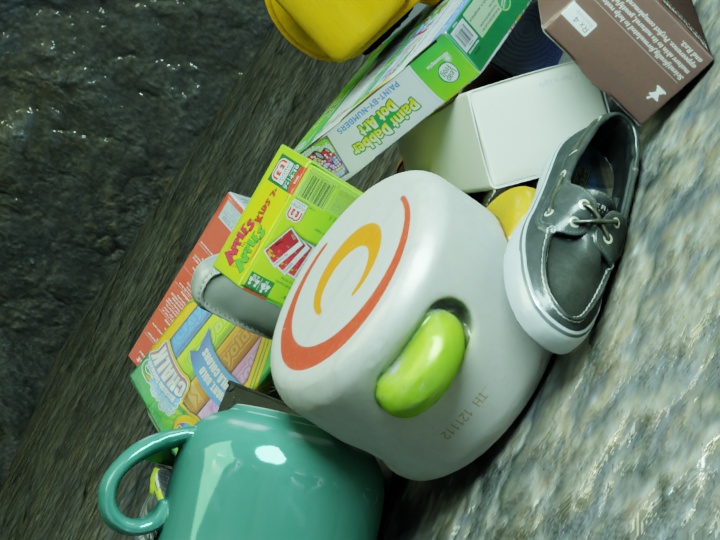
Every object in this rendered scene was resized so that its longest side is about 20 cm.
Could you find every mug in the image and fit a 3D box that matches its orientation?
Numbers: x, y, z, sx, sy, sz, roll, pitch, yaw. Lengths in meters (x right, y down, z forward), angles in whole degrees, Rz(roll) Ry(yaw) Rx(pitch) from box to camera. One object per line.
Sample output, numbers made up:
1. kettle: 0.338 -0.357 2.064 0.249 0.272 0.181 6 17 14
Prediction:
1. mug: -0.069 0.155 1.270 0.151 0.184 0.115 7 80 43

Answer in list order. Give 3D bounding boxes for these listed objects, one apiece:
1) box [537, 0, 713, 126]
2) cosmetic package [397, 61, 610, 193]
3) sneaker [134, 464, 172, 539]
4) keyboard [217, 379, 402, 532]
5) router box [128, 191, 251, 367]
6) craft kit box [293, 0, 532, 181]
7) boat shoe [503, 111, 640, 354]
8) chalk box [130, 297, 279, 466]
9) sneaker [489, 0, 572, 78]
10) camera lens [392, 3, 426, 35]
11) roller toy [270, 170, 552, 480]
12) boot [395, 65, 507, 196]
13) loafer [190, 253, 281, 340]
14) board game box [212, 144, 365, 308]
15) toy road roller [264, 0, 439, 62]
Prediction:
1. box: 0.178 -0.192 1.279 0.075 0.100 0.200 -41 19 22
2. cosmetic package: 0.103 -0.101 1.356 0.103 0.074 0.200 -16 3 -15
3. sneaker: -0.152 0.214 1.529 0.200 0.073 0.082 142 148 -82
4. keyboard: -0.036 0.138 1.403 0.199 0.040 0.105 19 84 42
5. router box: -0.085 0.034 1.654 0.049 0.199 0.180 45 110 37
6. craft kit box: 0.047 -0.158 1.382 0.197 0.049 0.200 -33 15 40
7. boat shoe: 0.140 -0.032 1.171 0.057 0.068 0.201 -46 17 40
8. chalk box: -0.101 0.104 1.552 0.200 0.124 0.124 -51 51 17
9. sneaker: 0.180 -0.231 1.466 0.200 0.080 0.115 -52 9 5
10. camera lens: 0.088 -0.292 1.754 0.160 0.159 0.201 -53 14 28
11. roller toy: 0.042 0.038 1.233 0.182 0.139 0.201 -28 36 49
12. boot: 0.092 -0.093 1.558 0.200 0.072 0.168 -43 33 50
13. loafer: -0.034 0.031 1.424 0.070 0.198 0.070 -110 34 -58
14. board game box: 0.000 0.000 1.342 0.102 0.199 0.048 -59 35 2
15. toy road roller: 0.013 -0.240 1.375 0.200 0.123 0.146 -39 11 28
